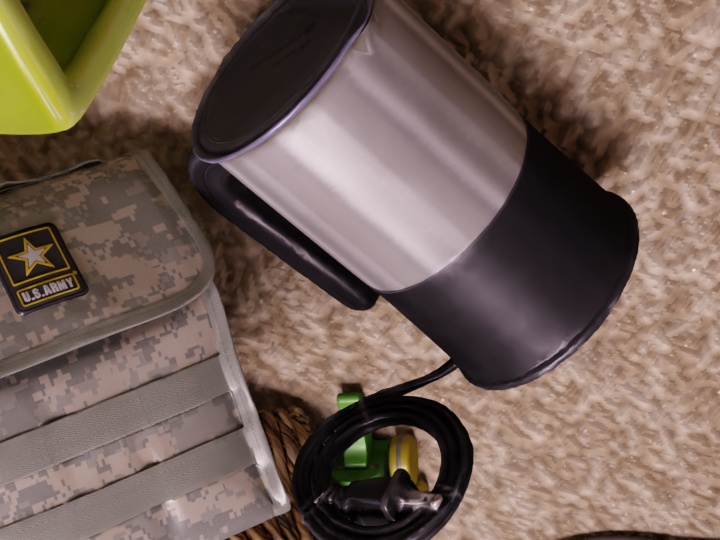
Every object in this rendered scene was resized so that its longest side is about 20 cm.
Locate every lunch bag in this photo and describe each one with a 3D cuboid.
[{"bbox_3d":[-0.147,0.051,0.888,0.117,0.164,0.201,-3,106,66],"label":"lunch bag"}]

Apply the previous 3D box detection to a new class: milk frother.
[{"bbox_3d":[0.000,0.000,0.840,0.188,0.200,0.180,39,131,-25],"label":"milk frother"}]

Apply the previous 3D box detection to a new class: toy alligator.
[{"bbox_3d":[0.010,0.155,1.093,0.059,0.054,0.200,-2,134,13],"label":"toy alligator"}]

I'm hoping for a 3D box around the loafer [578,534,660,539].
[{"bbox_3d":[0.188,0.206,1.099,0.199,0.071,0.073,-5,133,15],"label":"loafer"}]

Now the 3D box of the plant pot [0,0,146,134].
[{"bbox_3d":[-0.194,-0.179,0.707,0.181,0.200,0.199,-4,134,22],"label":"plant pot"}]

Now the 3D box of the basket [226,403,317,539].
[{"bbox_3d":[-0.112,0.184,1.051,0.148,0.143,0.200,1,143,-34],"label":"basket"}]
